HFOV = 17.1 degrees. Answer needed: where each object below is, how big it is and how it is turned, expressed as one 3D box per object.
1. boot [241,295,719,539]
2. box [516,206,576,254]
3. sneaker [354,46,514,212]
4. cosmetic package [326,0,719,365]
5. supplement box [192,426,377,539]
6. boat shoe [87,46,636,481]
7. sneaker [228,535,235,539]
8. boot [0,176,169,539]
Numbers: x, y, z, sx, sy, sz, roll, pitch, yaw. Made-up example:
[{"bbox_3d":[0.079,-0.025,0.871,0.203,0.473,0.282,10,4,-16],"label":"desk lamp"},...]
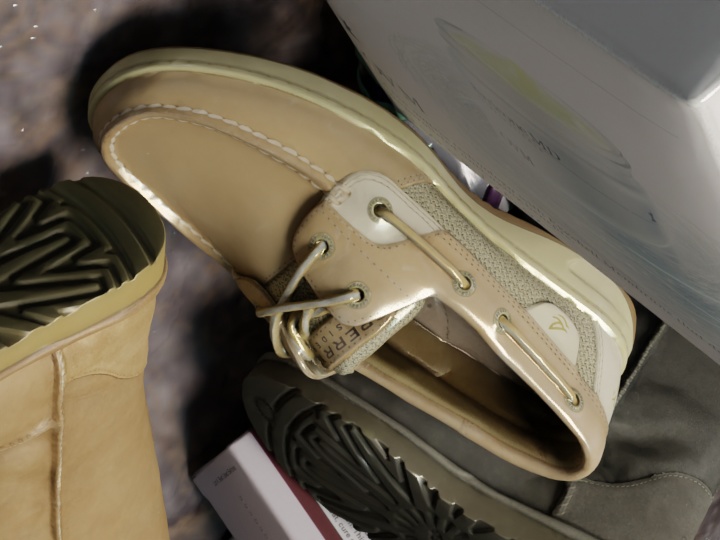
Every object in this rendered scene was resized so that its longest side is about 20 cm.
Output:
[{"bbox_3d":[0.079,0.022,0.857,0.200,0.181,0.073,-56,174,-28],"label":"boot"},{"bbox_3d":[0.164,-0.049,0.744,0.161,0.200,0.049,-48,137,-18],"label":"box"},{"bbox_3d":[0.015,-0.085,0.785,0.087,0.074,0.201,2,110,-37],"label":"sneaker"},{"bbox_3d":[0.078,-0.083,0.624,0.123,0.199,0.200,-45,145,-7],"label":"cosmetic package"},{"bbox_3d":[0.049,0.062,0.906,0.200,0.109,0.061,-33,176,-23],"label":"supplement box"},{"bbox_3d":[0.000,0.000,0.753,0.199,0.065,0.072,31,139,-19],"label":"boat shoe"},{"bbox_3d":[0.034,0.104,0.964,0.200,0.080,0.071,-36,142,-23],"label":"sneaker"},{"bbox_3d":[-0.132,0.080,0.763,0.174,0.066,0.201,-20,141,-24],"label":"boot"}]
